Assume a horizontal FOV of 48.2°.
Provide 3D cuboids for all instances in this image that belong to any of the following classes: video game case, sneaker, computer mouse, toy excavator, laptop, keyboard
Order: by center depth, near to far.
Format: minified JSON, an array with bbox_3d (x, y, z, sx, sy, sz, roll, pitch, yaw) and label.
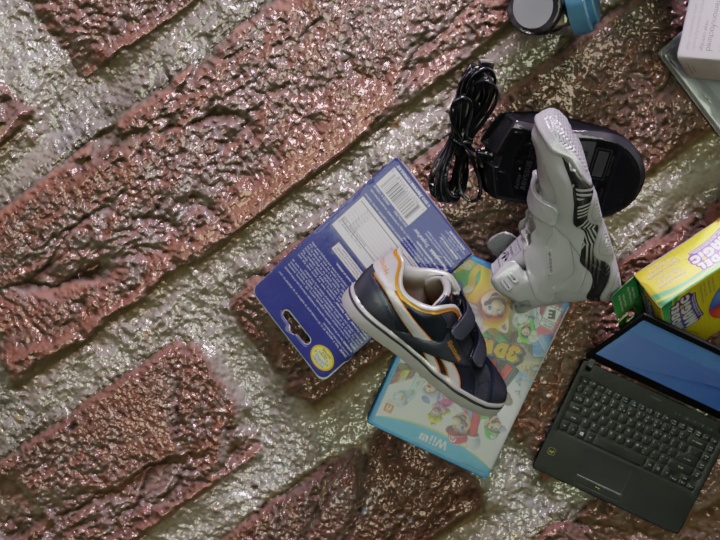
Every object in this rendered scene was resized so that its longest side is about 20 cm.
[{"bbox_3d":[0.218,-0.313,0.687,0.195,0.100,0.199,-8,101,23],"label":"toy excavator"},{"bbox_3d":[0.163,-0.042,0.734,0.113,0.076,0.202,-18,123,16],"label":"sneaker"},{"bbox_3d":[0.080,0.059,0.754,0.198,0.079,0.080,37,111,-20],"label":"sneaker"},{"bbox_3d":[0.172,-0.114,0.767,0.195,0.053,0.141,15,120,-1],"label":"computer mouse"},{"bbox_3d":[0.371,-0.152,0.784,0.056,0.011,0.201,-40,96,2],"label":"keyboard"},{"bbox_3d":[0.294,0.158,0.786,0.174,0.103,0.204,24,99,-1],"label":"laptop"},{"bbox_3d":[0.109,0.094,0.825,0.140,0.018,0.204,24,99,-2],"label":"video game case"}]

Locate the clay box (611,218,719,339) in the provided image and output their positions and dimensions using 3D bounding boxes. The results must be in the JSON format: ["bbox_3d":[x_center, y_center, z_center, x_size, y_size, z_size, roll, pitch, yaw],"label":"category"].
[{"bbox_3d":[0.335,0.008,0.755,0.198,0.048,0.115,-35,140,4],"label":"clay box"}]

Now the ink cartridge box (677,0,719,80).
[{"bbox_3d":[0.389,-0.224,0.690,0.196,0.067,0.119,13,93,31],"label":"ink cartridge box"}]

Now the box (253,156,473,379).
[{"bbox_3d":[0.000,0.000,0.800,0.199,0.032,0.122,-40,90,10],"label":"box"}]
